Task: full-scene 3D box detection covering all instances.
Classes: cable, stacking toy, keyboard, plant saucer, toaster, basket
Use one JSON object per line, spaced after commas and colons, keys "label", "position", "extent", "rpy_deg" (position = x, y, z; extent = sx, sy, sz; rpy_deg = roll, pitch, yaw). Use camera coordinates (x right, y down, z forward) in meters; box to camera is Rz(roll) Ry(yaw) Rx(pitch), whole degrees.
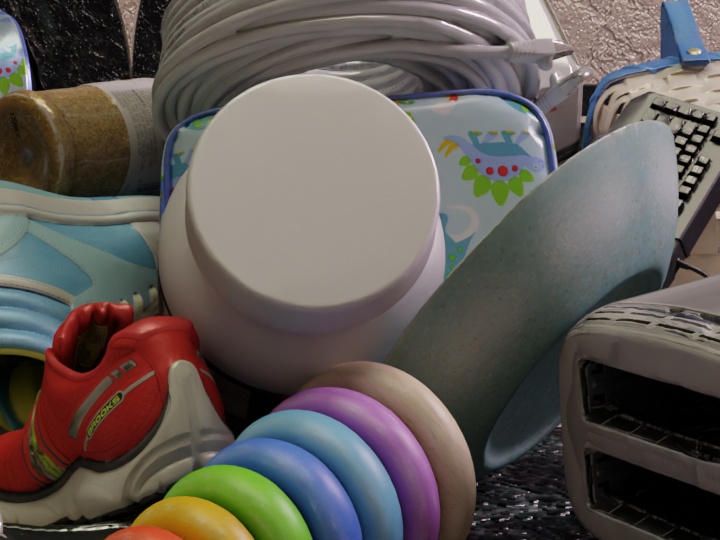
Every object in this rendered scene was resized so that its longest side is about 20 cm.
{"label": "cable", "position": [-0.008, -0.106, 0.999], "extent": [0.198, 0.070, 0.200], "rpy_deg": [10, -26, -30]}
{"label": "stacking toy", "position": [-0.043, 0.100, 0.646], "extent": [0.085, 0.086, 0.199], "rpy_deg": [5, 19, 33]}
{"label": "keyboard", "position": [0.160, -0.012, 1.039], "extent": [0.126, 0.021, 0.201], "rpy_deg": [23, 59, 21]}
{"label": "plant saucer", "position": [0.075, 0.029, 0.804], "extent": [0.039, 0.202, 0.200], "rpy_deg": [42, 28, 19]}
{"label": "toaster", "position": [0.161, 0.057, 0.726], "extent": [0.128, 0.115, 0.200], "rpy_deg": [-9, 13, -26]}
{"label": "basket", "position": [0.206, -0.062, 1.205], "extent": [0.137, 0.178, 0.200], "rpy_deg": [-3, 21, 7]}

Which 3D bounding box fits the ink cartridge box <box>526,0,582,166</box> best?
{"label": "ink cartridge box", "position": [0.056, -0.078, 1.203], "extent": [0.143, 0.085, 0.200], "rpy_deg": [-20, -26, -6]}

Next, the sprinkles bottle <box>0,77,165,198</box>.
{"label": "sprinkles bottle", "position": [-0.112, -0.074, 1.074], "extent": [0.068, 0.069, 0.199], "rpy_deg": [7, 13, 39]}

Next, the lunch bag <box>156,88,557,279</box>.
{"label": "lunch bag", "position": [0.000, 0.000, 0.947], "extent": [0.198, 0.163, 0.083], "rpy_deg": [-4, -13, -4]}

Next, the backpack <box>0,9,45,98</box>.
{"label": "backpack", "position": [-0.246, -0.046, 1.113], "extent": [0.145, 0.202, 0.183], "rpy_deg": [-5, 11, -20]}

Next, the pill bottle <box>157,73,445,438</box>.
{"label": "pill bottle", "position": [-0.026, 0.007, 0.795], "extent": [0.114, 0.117, 0.200], "rpy_deg": [-3, -21, -6]}

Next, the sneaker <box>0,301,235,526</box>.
{"label": "sneaker", "position": [-0.103, 0.057, 0.786], "extent": [0.076, 0.086, 0.199], "rpy_deg": [-8, -5, -30]}

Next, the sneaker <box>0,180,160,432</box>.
{"label": "sneaker", "position": [-0.131, 0.030, 0.979], "extent": [0.198, 0.132, 0.080], "rpy_deg": [4, -37, -35]}

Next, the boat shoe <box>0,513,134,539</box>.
{"label": "boat shoe", "position": [-0.143, 0.101, 0.646], "extent": [0.198, 0.069, 0.073], "rpy_deg": [-7, 11, -32]}

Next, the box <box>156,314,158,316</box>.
{"label": "box", "position": [-0.040, 0.003, 1.105], "extent": [0.198, 0.097, 0.099], "rpy_deg": [5, 11, 34]}
